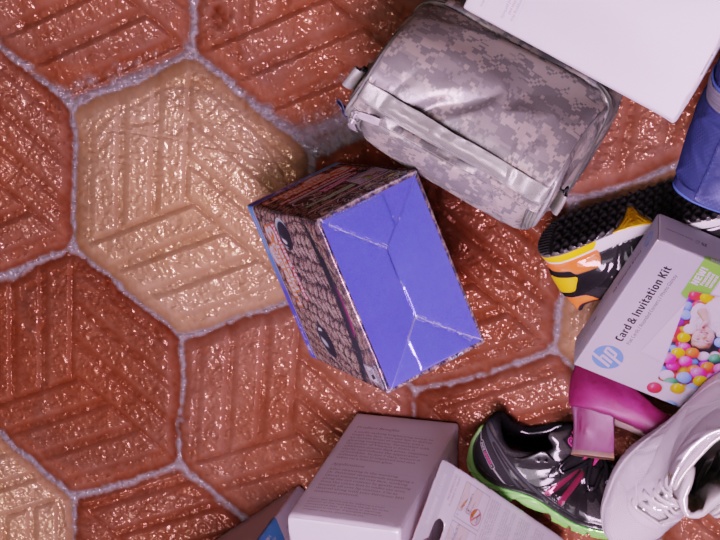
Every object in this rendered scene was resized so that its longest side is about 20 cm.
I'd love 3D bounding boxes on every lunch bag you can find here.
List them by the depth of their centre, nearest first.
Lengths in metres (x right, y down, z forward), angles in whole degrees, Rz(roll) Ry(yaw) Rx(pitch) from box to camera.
[{"bbox_3d":[0.359,-0.102,1.169,0.200,0.136,0.133,21,117,11],"label":"lunch bag"},{"bbox_3d":[0.097,-0.128,1.239,0.200,0.168,0.139,31,118,7],"label":"lunch bag"}]

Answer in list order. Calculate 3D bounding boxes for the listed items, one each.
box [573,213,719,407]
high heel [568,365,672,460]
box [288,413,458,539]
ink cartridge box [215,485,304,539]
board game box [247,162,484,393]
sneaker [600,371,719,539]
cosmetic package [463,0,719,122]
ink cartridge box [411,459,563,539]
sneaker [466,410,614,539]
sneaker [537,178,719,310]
[{"bbox_3d":[0.304,0.054,1.267,0.200,0.041,0.156,23,129,-5],"label":"box"},{"bbox_3d":[0.286,0.125,1.342,0.200,0.067,0.096,5,80,2],"label":"high heel"},{"bbox_3d":[0.018,0.248,1.404,0.106,0.200,0.153,4,113,17],"label":"box"},{"bbox_3d":[-0.074,0.357,1.514,0.146,0.147,0.200,-36,95,28],"label":"ink cartridge box"},{"bbox_3d":[0.000,0.000,1.304,0.097,0.200,0.160,-26,103,-16],"label":"board game box"},{"bbox_3d":[0.260,0.181,1.256,0.074,0.116,0.200,32,118,1],"label":"sneaker"},{"bbox_3d":[0.199,-0.220,1.214,0.200,0.081,0.113,31,119,5],"label":"cosmetic package"},{"bbox_3d":[0.093,0.280,1.366,0.047,0.160,0.200,3,154,47],"label":"ink cartridge box"},{"bbox_3d":[0.196,0.186,1.384,0.200,0.077,0.084,17,117,11],"label":"sneaker"},{"bbox_3d":[0.258,-0.019,1.289,0.200,0.070,0.090,-14,124,23],"label":"sneaker"}]
